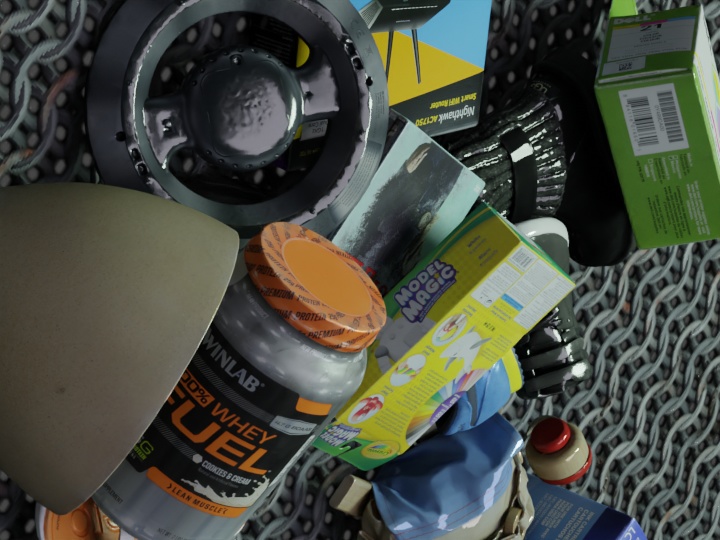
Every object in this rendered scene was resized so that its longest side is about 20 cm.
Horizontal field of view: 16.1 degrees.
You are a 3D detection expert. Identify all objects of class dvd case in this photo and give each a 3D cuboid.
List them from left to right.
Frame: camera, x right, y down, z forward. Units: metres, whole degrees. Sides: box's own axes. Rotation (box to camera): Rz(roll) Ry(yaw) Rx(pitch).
[{"bbox_3d":[0.000,0.000,1.713,0.200,0.022,0.146,-56,151,0],"label":"dvd case"}]

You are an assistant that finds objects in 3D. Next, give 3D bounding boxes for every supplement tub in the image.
[{"bbox_3d":[-0.079,0.073,1.582,0.123,0.123,0.200,6,130,-50],"label":"supplement tub"}]

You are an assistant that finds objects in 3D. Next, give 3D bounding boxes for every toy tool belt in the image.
[{"bbox_3d":[0.075,0.150,1.884,0.200,0.125,0.123,-35,129,-12],"label":"toy tool belt"}]

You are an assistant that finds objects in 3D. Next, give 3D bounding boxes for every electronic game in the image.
[{"bbox_3d":[-0.077,-0.103,1.604,0.200,0.042,0.200,-1,94,-19],"label":"electronic game"}]

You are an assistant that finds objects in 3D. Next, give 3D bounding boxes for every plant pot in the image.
[{"bbox_3d":[-0.183,0.026,1.507,0.134,0.200,0.200,32,79,-14],"label":"plant pot"}]

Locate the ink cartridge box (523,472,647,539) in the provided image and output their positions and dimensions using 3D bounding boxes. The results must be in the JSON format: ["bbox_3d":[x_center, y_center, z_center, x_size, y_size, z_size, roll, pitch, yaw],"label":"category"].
[{"bbox_3d":[0.132,0.235,1.930,0.136,0.200,0.076,-53,139,-19],"label":"ink cartridge box"}]

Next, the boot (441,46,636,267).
[{"bbox_3d":[0.123,-0.047,1.891,0.158,0.079,0.211,-45,135,-26],"label":"boot"}]

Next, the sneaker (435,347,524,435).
[{"bbox_3d":[0.046,0.027,1.819,0.078,0.066,0.200,-34,112,-22],"label":"sneaker"}]

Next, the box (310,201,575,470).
[{"bbox_3d":[0.046,0.051,1.731,0.200,0.048,0.117,-46,152,5],"label":"box"}]

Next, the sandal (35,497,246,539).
[{"bbox_3d":[-0.131,0.154,1.683,0.207,0.059,0.079,-9,82,-52],"label":"sandal"}]

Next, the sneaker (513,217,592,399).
[{"bbox_3d":[0.133,0.033,1.850,0.071,0.099,0.200,-18,158,0],"label":"sneaker"}]

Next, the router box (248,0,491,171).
[{"bbox_3d":[0.008,-0.159,1.726,0.200,0.051,0.149,-17,120,-46],"label":"router box"}]

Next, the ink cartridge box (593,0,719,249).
[{"bbox_3d":[0.235,-0.134,1.904,0.200,0.076,0.148,-73,150,-53],"label":"ink cartridge box"}]

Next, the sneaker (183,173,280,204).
[{"bbox_3d":[-0.060,0.008,1.708,0.200,0.076,0.116,16,97,-52],"label":"sneaker"}]
